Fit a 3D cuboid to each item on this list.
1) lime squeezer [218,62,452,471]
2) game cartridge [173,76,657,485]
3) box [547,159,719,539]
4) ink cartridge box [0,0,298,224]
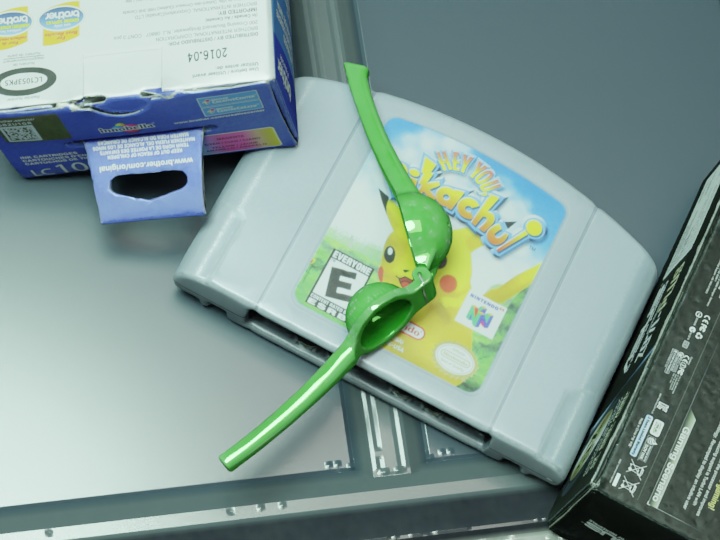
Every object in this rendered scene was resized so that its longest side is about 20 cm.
[{"bbox_3d":[0.000,0.000,0.810,0.070,0.038,0.201,18,69,-2],"label":"lime squeezer"},{"bbox_3d":[0.031,-0.004,0.854,0.199,0.040,0.134,27,65,2],"label":"game cartridge"},{"bbox_3d":[0.202,0.058,0.829,0.163,0.086,0.200,27,69,2],"label":"box"},{"bbox_3d":[-0.101,-0.124,0.839,0.136,0.076,0.201,-6,69,7],"label":"ink cartridge box"}]
